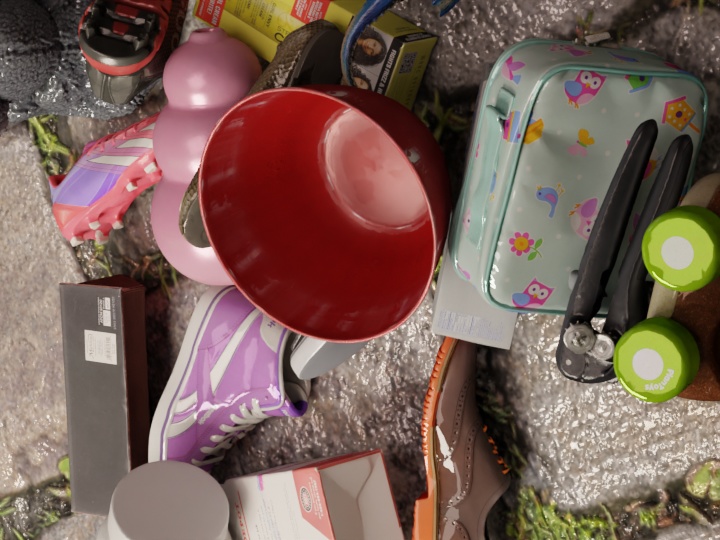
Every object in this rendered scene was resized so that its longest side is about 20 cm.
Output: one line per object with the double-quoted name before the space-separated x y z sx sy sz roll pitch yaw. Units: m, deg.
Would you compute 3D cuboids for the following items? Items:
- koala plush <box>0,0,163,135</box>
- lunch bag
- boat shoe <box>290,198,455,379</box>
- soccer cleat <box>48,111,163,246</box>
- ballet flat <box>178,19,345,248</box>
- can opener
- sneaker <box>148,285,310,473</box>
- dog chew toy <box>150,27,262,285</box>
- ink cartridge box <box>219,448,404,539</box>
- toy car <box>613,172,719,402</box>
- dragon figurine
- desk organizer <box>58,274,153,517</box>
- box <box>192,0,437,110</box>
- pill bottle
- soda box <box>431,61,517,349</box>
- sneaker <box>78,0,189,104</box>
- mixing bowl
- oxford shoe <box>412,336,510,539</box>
"koala plush" -0.277 -0.192 1.837 0.183 0.200 0.178 15 106 33
"lunch bag" 0.150 -0.068 1.573 0.077 0.160 0.201 -130 48 -59
"boat shoe" 0.000 0.000 1.754 0.066 0.070 0.200 52 122 23
"soccer cleat" -0.196 -0.096 1.883 0.200 0.067 0.077 -39 68 36
"ballet flat" -0.080 -0.107 1.703 0.046 0.067 0.200 33 91 41
"can opener" 0.180 -0.010 1.542 0.063 0.079 0.200 16 114 14
"sneaker" -0.105 0.121 1.849 0.114 0.073 0.201 27 113 26
"dog chew toy" -0.110 -0.093 1.772 0.124 0.124 0.201 7 111 35
"ink cartridge box" -0.044 0.213 1.798 0.200 0.067 0.117 -15 88 59
"toy car" 0.297 0.033 1.496 0.200 0.164 0.158 20 110 22
"dragon figurine" 0.042 -0.227 1.652 0.099 0.059 0.200 14 81 35
"desk organizer" -0.202 0.106 1.911 0.072 0.077 0.201 4 100 35
"box" -0.038 -0.193 1.758 0.200 0.050 0.075 34 117 27
"pill bottle" -0.166 0.255 1.847 0.114 0.114 0.200 40 142 24
"soda box" 0.102 -0.049 1.659 0.063 0.068 0.201 11 108 0
"sneaker" -0.172 -0.211 1.790 0.071 0.201 0.098 17 142 5
"mixing bowl" -0.008 -0.059 1.644 0.200 0.108 0.201 15 121 26
"oxford shoe" 0.083 0.140 1.730 0.072 0.071 0.201 5 100 7
